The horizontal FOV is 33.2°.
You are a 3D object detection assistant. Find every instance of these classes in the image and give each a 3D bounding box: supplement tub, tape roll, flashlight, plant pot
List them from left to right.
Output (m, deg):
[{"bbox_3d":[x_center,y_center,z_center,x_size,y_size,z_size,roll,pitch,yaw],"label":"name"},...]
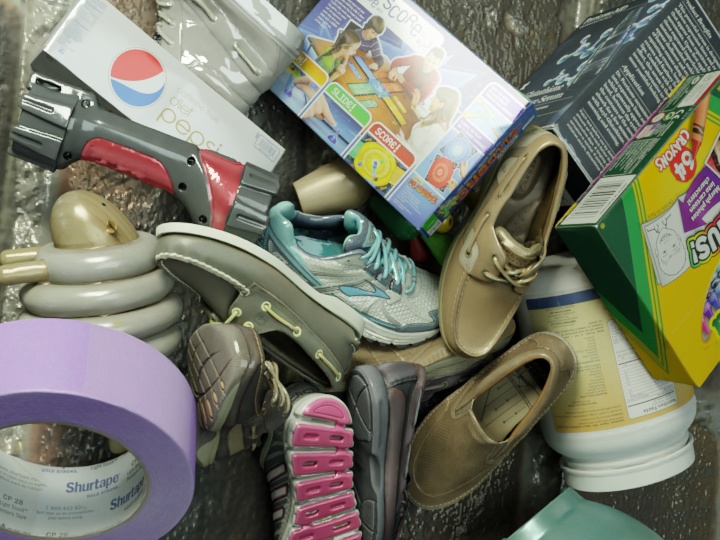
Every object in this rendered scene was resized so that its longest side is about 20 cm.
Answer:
[{"bbox_3d":[-0.215,0.126,0.856,0.198,0.201,0.066,21,38,-23],"label":"tape roll"},{"bbox_3d":[-0.161,-0.074,0.899,0.197,0.068,0.068,19,47,-10],"label":"flashlight"},{"bbox_3d":[0.180,0.278,1.058,0.199,0.201,0.135,-33,75,-23],"label":"plant pot"},{"bbox_3d":[0.223,0.084,1.094,0.143,0.144,0.203,-16,96,-25],"label":"supplement tub"}]

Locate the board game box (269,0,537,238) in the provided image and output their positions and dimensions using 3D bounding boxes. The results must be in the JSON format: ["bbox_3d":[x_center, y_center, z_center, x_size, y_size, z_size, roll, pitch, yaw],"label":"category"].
[{"bbox_3d":[0.027,-0.143,0.983,0.136,0.034,0.200,-47,71,4],"label":"board game box"}]

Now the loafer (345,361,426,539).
[{"bbox_3d":[0.023,0.167,1.005,0.062,0.072,0.203,-10,120,-24],"label":"loafer"}]

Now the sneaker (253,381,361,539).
[{"bbox_3d":[-0.047,0.179,1.004,0.073,0.087,0.203,-9,115,-21],"label":"sneaker"}]

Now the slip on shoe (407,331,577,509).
[{"bbox_3d":[0.104,0.133,1.031,0.200,0.061,0.076,-43,84,18],"label":"slip on shoe"}]

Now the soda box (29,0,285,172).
[{"bbox_3d":[-0.160,-0.129,0.958,0.199,0.068,0.064,40,73,-19],"label":"soda box"}]

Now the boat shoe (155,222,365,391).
[{"bbox_3d":[-0.077,0.028,0.914,0.201,0.071,0.061,33,65,-36],"label":"boat shoe"}]

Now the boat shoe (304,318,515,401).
[{"bbox_3d":[0.044,0.083,1.051,0.197,0.072,0.066,-16,129,-21],"label":"boat shoe"}]

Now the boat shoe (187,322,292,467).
[{"bbox_3d":[-0.092,0.089,0.913,0.072,0.200,0.076,-8,69,-19],"label":"boat shoe"}]

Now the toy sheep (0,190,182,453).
[{"bbox_3d":[-0.198,0.040,0.906,0.136,0.137,0.203,-12,108,-25],"label":"toy sheep"}]

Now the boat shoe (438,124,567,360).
[{"bbox_3d":[0.115,-0.018,0.982,0.070,0.065,0.203,12,102,-16],"label":"boat shoe"}]

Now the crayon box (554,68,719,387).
[{"bbox_3d":[0.278,-0.036,1.010,0.200,0.058,0.173,-46,111,-21],"label":"crayon box"}]

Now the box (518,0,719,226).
[{"bbox_3d":[0.220,-0.145,1.097,0.200,0.148,0.107,-45,107,-20],"label":"box"}]

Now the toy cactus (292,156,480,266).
[{"bbox_3d":[0.021,-0.091,1.045,0.163,0.102,0.203,-19,99,-6],"label":"toy cactus"}]

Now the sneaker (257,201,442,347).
[{"bbox_3d":[0.000,0.000,0.998,0.197,0.087,0.078,14,42,-19],"label":"sneaker"}]

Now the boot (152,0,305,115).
[{"bbox_3d":[-0.145,-0.213,0.967,0.199,0.074,0.096,41,94,-3],"label":"boot"}]
